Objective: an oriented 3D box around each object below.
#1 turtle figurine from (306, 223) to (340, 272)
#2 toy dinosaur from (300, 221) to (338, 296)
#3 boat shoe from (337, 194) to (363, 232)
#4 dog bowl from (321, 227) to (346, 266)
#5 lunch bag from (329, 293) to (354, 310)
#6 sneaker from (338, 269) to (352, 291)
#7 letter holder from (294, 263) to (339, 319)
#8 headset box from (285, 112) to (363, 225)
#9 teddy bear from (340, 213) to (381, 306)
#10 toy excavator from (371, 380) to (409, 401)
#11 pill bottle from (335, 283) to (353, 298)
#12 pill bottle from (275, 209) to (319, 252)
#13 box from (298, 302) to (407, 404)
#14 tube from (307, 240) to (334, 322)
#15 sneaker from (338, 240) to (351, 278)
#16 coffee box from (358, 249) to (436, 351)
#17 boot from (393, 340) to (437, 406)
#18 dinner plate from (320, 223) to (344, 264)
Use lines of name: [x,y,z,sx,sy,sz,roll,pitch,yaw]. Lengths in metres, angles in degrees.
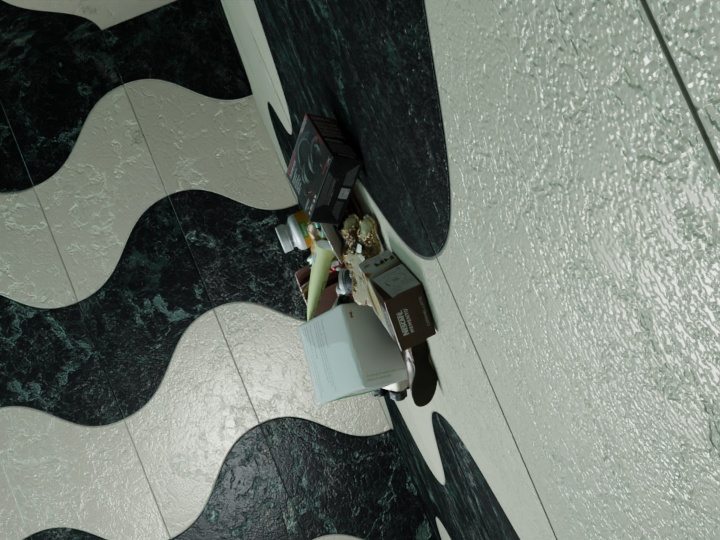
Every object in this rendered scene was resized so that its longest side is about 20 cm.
turtle figurine: [-0.082,-0.074,1.878,0.100,0.147,0.205,15,120,61]
toy dinosaur: [-0.100,-0.034,1.635,0.061,0.103,0.205,-74,-15,-62]
boat shoe: [-0.023,-0.112,1.536,0.071,0.069,0.203,76,171,-61]
dog bowl: [-0.073,-0.106,1.731,0.200,0.057,0.206,-1,-90,-85]
lunch bag: [-0.051,0.183,1.809,0.164,0.114,0.205,127,142,-60]
sneaker: [0.000,0.000,1.745,0.201,0.077,0.080,-66,-37,-65]
letter holder: [-0.084,0.036,1.963,0.101,0.196,0.145,-127,15,-62]
headset box: [-0.082,-0.216,1.347,0.202,0.076,0.151,60,136,43]
teddy bear: [0.012,-0.027,1.432,0.143,0.066,0.205,-14,97,42]
toy excavator: [0.086,0.252,1.767,0.191,0.199,0.103,5,112,37]
pill bottle: [0.009,0.121,1.895,0.109,0.107,0.204,-134,21,-72]
pill bottle: [-0.156,-0.133,1.990,0.111,0.196,0.113,156,89,-84]
box: [-0.010,0.195,1.578,0.196,0.170,0.205,0,-111,-49]
tube: [-0.103,0.028,1.598,0.052,0.057,0.205,35,121,39]
sneaker: [-0.021,-0.053,1.609,0.201,0.092,0.071,-120,9,-48]
coffee box: [0.069,0.054,1.287,0.200,0.078,0.117,-127,15,-66]
boot: [0.105,0.184,1.495,0.200,0.063,0.191,-130,31,-60]
dinner plate: [-0.076,-0.111,1.507,0.200,0.024,0.204,-89,-26,-85]
